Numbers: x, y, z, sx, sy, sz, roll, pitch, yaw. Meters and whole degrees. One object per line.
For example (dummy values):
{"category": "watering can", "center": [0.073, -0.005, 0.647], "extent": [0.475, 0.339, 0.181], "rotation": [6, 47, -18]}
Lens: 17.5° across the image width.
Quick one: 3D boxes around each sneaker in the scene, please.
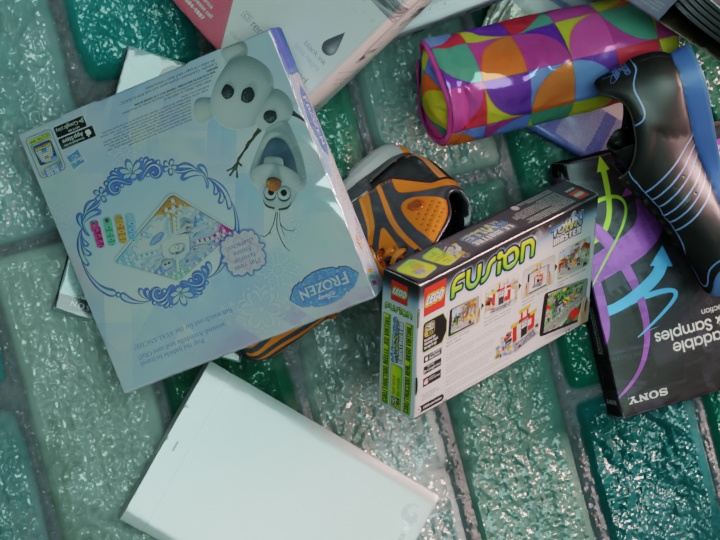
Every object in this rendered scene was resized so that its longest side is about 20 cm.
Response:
{"category": "sneaker", "center": [0.227, -0.066, 1.715], "extent": [0.078, 0.070, 0.201], "rotation": [-16, 111, 2]}
{"category": "sneaker", "center": [0.000, 0.000, 1.685], "extent": [0.200, 0.112, 0.078], "rotation": [-48, 140, -9]}

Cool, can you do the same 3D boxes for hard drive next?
{"category": "hard drive", "center": [-0.059, 0.173, 1.716], "extent": [0.200, 0.026, 0.132], "rotation": [31, 82, -9]}

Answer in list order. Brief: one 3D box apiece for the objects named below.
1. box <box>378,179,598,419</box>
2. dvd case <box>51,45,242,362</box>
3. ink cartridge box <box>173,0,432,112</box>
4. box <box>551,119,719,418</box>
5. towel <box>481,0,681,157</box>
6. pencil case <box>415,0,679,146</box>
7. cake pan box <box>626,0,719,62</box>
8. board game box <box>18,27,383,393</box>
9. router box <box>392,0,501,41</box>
{"category": "box", "center": [0.094, 0.019, 1.682], "extent": [0.200, 0.035, 0.110], "rotation": [-25, 128, -41]}
{"category": "dvd case", "center": [-0.129, -0.048, 1.712], "extent": [0.146, 0.022, 0.201], "rotation": [17, 86, -11]}
{"category": "ink cartridge box", "center": [-0.023, -0.226, 1.663], "extent": [0.200, 0.083, 0.147], "rotation": [-43, 86, 16]}
{"category": "box", "center": [0.236, -0.001, 1.778], "extent": [0.142, 0.036, 0.201], "rotation": [-15, 97, -12]}
{"category": "towel", "center": [0.172, -0.193, 1.785], "extent": [0.147, 0.024, 0.200], "rotation": [28, 84, -12]}
{"category": "pencil case", "center": [0.137, -0.151, 1.725], "extent": [0.199, 0.088, 0.089], "rotation": [-14, 91, -16]}
{"category": "cake pan box", "center": [0.268, -0.226, 1.729], "extent": [0.184, 0.052, 0.200], "rotation": [31, 38, -11]}
{"category": "board game box", "center": [-0.111, -0.041, 1.644], "extent": [0.199, 0.043, 0.200], "rotation": [-21, 93, 13]}
{"category": "router box", "center": [0.064, -0.280, 1.729], "extent": [0.199, 0.049, 0.180], "rotation": [-20, 92, 0]}
